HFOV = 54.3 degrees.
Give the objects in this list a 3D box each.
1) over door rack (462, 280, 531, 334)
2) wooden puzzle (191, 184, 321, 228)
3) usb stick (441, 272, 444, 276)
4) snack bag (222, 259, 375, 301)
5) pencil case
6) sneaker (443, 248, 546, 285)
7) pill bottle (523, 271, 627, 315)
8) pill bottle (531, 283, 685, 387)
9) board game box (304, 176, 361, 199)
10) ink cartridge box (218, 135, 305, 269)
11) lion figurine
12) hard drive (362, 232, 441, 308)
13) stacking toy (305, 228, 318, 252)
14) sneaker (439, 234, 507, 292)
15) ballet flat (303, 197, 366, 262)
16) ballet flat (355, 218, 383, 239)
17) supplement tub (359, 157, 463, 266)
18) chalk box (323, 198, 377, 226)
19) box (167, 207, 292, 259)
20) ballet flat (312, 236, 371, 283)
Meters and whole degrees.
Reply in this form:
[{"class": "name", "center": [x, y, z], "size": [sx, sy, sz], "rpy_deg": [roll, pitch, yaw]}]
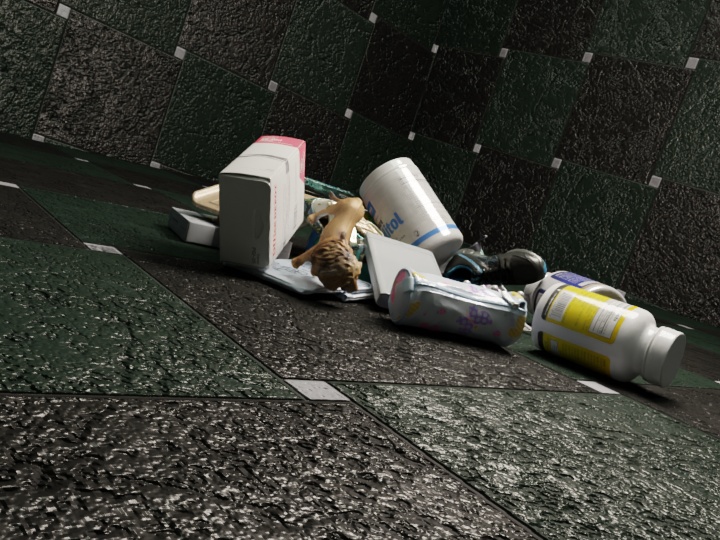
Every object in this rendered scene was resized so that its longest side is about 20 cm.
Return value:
[{"class": "over door rack", "center": [0.215, 0.052, 1.262], "size": [0.147, 0.067, 0.200], "rpy_deg": [12, 8, -34]}, {"class": "wooden puzzle", "center": [-0.181, -0.113, 1.299], "size": [0.199, 0.047, 0.185], "rpy_deg": [25, 32, 28]}, {"class": "usb stick", "center": [0.116, 0.015, 1.404], "size": [0.198, 0.033, 0.056], "rpy_deg": [13, 26, 8]}, {"class": "snack bag", "center": [-0.087, 0.013, 1.105], "size": [0.188, 0.022, 0.199], "rpy_deg": [20, 11, 36]}, {"class": "pencil case", "center": [0.140, 0.054, 1.011], "size": [0.198, 0.084, 0.091], "rpy_deg": [12, -14, -17]}, {"class": "sneaker", "center": [0.253, 0.006, 1.332], "size": [0.199, 0.074, 0.082], "rpy_deg": [0, 27, 36]}, {"class": "pill bottle", "center": [0.385, 0.066, 1.288], "size": [0.119, 0.121, 0.200], "rpy_deg": [13, 8, -16]}, {"class": "pill bottle", "center": [0.365, 0.098, 1.040], "size": [0.199, 0.112, 0.111], "rpy_deg": [22, 10, 40]}, {"class": "board game box", "center": [-0.090, -0.171, 1.452], "size": [0.134, 0.028, 0.200], "rpy_deg": [17, 6, -22]}, {"class": "ink cartridge box", "center": [-0.150, -0.112, 1.095], "size": [0.082, 0.148, 0.200], "rpy_deg": [9, 27, 8]}, {"class": "lion figurine", "center": [-0.033, -0.055, 1.050], "size": [0.072, 0.201, 0.122], "rpy_deg": [30, -32, -31]}, {"class": "hard drive", "center": [0.076, 0.009, 1.155], "size": [0.131, 0.027, 0.200], "rpy_deg": [17, 28, -16]}, {"class": "stacking toy", "center": [0.003, -0.028, 1.362], "size": [0.199, 0.117, 0.110], "rpy_deg": [28, 11, 11]}, {"class": "sneaker", "center": [0.249, -0.001, 1.430], "size": [0.199, 0.141, 0.078], "rpy_deg": [18, 7, 24]}, {"class": "ballet flat", "center": [-0.042, -0.080, 1.204], "size": [0.074, 0.074, 0.200], "rpy_deg": [9, 36, -42]}, {"class": "ballet flat", "center": [0.039, -0.040, 1.298], "size": [0.200, 0.070, 0.065], "rpy_deg": [43, 47, -6]}, {"class": "supplement tub", "center": [0.098, -0.104, 1.373], "size": [0.132, 0.132, 0.201], "rpy_deg": [4, 50, -58]}, {"class": "chalk box", "center": [0.011, -0.065, 1.513], "size": [0.199, 0.125, 0.124], "rpy_deg": [22, 9, 37]}, {"class": "box", "center": [-0.246, -0.068, 1.317], "size": [0.199, 0.041, 0.156], "rpy_deg": [13, 8, -28]}, {"class": "ballet flat", "center": [0.000, 0.000, 1.248], "size": [0.199, 0.068, 0.068], "rpy_deg": [31, 5, 30]}]
